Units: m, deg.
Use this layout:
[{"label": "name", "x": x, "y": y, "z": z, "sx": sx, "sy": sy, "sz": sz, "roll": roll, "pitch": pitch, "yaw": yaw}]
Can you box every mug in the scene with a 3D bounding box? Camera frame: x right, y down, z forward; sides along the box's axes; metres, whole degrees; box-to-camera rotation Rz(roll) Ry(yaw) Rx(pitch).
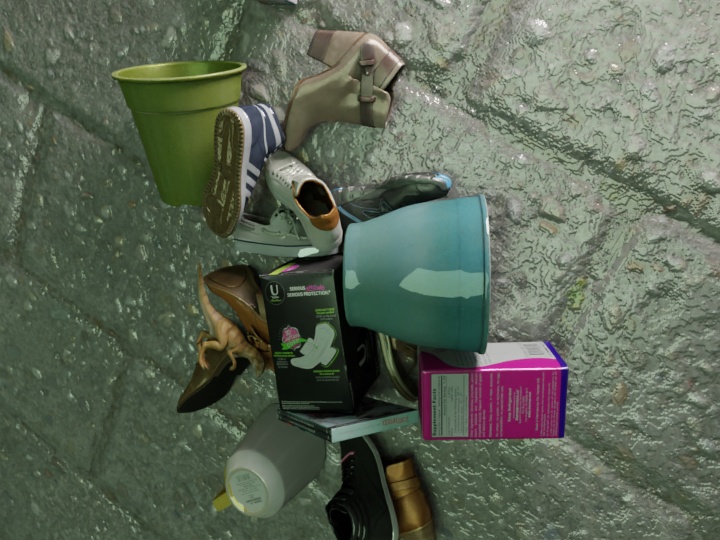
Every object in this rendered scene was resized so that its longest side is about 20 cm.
[{"label": "mug", "x": -0.157, "y": 0.344, "z": 0.988, "sx": 0.146, "sy": 0.153, "sz": 0.192, "roll": 24, "pitch": 109, "yaw": 13}]

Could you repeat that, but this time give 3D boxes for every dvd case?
[{"label": "dvd case", "x": -0.024, "y": 0.212, "z": 0.865, "sx": 0.198, "sy": 0.141, "sz": 0.023, "roll": -5, "pitch": 89, "yaw": 61}]

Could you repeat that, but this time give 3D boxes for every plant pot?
[{"label": "plant pot", "x": 0.072, "y": 0.004, "z": 0.780, "sx": 0.180, "sy": 0.200, "sz": 0.208, "roll": 0, "pitch": 102, "yaw": 6}, {"label": "plant pot", "x": -0.262, "y": -0.208, "z": 0.903, "sx": 0.193, "sy": 0.200, "sz": 0.197, "roll": 7, "pitch": 116, "yaw": 19}]

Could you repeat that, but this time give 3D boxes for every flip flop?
[{"label": "flip flop", "x": 0.058, "y": 0.104, "z": 0.896, "sx": 0.056, "sy": 0.081, "sz": 0.207, "roll": -17, "pitch": 96, "yaw": 7}]

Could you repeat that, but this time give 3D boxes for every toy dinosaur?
[{"label": "toy dinosaur", "x": -0.231, "y": 0.097, "z": 0.962, "sx": 0.106, "sy": 0.060, "sz": 0.201, "roll": -40, "pitch": 93, "yaw": 4}]

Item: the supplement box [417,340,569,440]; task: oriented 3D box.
[{"label": "supplement box", "x": 0.177, "y": 0.165, "z": 0.821, "sx": 0.192, "sy": 0.101, "sz": 0.108, "roll": 0, "pitch": 103, "yaw": 3}]

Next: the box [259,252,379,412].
[{"label": "box", "x": -0.055, "y": 0.087, "z": 0.887, "sx": 0.120, "sy": 0.148, "sz": 0.208, "roll": -3, "pitch": 102, "yaw": 20}]

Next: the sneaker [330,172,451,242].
[{"label": "sneaker", "x": 0.045, "y": -0.093, "z": 0.861, "sx": 0.194, "sy": 0.073, "sz": 0.085, "roll": -8, "pitch": 95, "yaw": 32}]

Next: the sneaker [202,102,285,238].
[{"label": "sneaker", "x": -0.171, "y": -0.150, "z": 0.872, "sx": 0.069, "sy": 0.108, "sz": 0.205, "roll": 28, "pitch": 125, "yaw": 14}]

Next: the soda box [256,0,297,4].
[{"label": "soda box", "x": -0.125, "y": -0.494, "z": 0.838, "sx": 0.061, "sy": 0.068, "sz": 0.208, "roll": 10, "pitch": 105, "yaw": 17}]

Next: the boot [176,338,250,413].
[{"label": "boot", "x": -0.270, "y": 0.182, "z": 1.053, "sx": 0.200, "sy": 0.073, "sz": 0.077, "roll": -45, "pitch": 59, "yaw": 24}]

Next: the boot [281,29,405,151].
[{"label": "boot", "x": -0.025, "y": -0.245, "z": 0.859, "sx": 0.142, "sy": 0.070, "sz": 0.205, "roll": 25, "pitch": 116, "yaw": 6}]

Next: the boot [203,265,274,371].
[{"label": "boot", "x": -0.184, "y": 0.085, "z": 0.989, "sx": 0.196, "sy": 0.073, "sz": 0.160, "roll": 19, "pitch": 128, "yaw": 36}]

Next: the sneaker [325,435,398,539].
[{"label": "sneaker", "x": -0.015, "y": 0.333, "z": 0.919, "sx": 0.071, "sy": 0.097, "sz": 0.204, "roll": -50, "pitch": 47, "yaw": 32}]

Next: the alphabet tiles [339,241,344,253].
[{"label": "alphabet tiles", "x": 0.000, "y": 0.000, "z": 0.932, "sx": 0.193, "sy": 0.008, "sz": 0.174, "roll": 9, "pitch": 104, "yaw": 18}]

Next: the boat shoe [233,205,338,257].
[{"label": "boat shoe", "x": -0.120, "y": -0.071, "z": 0.928, "sx": 0.196, "sy": 0.074, "sz": 0.090, "roll": 7, "pitch": 102, "yaw": 33}]

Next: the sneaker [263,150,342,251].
[{"label": "sneaker", "x": -0.085, "y": -0.128, "z": 0.868, "sx": 0.201, "sy": 0.071, "sz": 0.086, "roll": 51, "pitch": 159, "yaw": 28}]

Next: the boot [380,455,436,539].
[{"label": "boot", "x": 0.026, "y": 0.397, "z": 0.975, "sx": 0.195, "sy": 0.076, "sz": 0.161, "roll": -19, "pitch": 88, "yaw": 34}]
